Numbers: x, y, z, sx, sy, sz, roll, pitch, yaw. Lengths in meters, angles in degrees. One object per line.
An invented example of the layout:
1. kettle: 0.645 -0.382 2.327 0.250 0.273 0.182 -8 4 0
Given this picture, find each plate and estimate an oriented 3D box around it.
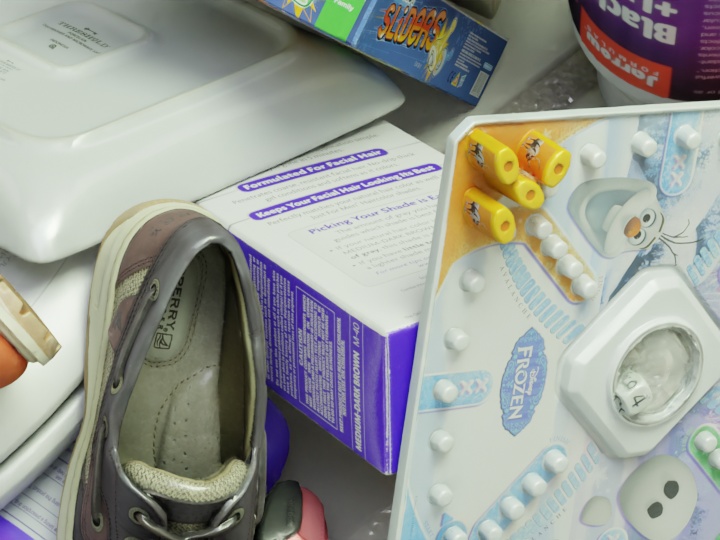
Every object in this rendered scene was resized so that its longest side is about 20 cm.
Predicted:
1. plate: -0.117 -0.082 1.138 0.199 0.033 0.199 -26 40 -37

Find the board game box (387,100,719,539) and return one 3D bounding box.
1. board game box: 0.108 0.038 1.026 0.199 0.201 0.026 -5 24 -30

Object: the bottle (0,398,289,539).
1. bottle: -0.114 0.117 1.095 0.083 0.065 0.200 35 70 12

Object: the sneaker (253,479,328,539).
1. sneaker: 0.004 0.177 1.068 0.086 0.074 0.201 -6 69 -12

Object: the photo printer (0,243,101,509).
1. photo printer: -0.180 0.020 1.111 0.199 0.070 0.167 26 65 39

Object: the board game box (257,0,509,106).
1. board game box: -0.025 -0.121 1.142 0.135 0.200 0.035 28 94 15

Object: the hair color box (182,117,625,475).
1. hair color box: 0.000 0.000 1.087 0.109 0.065 0.200 -16 31 -28

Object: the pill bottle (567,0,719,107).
1. pill bottle: 0.139 -0.133 1.137 0.111 0.200 0.112 -1 62 2

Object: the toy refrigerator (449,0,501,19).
1. toy refrigerator: 0.043 -0.158 1.136 0.070 0.200 0.076 25 89 4

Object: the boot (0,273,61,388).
1. boot: -0.193 0.025 1.019 0.199 0.075 0.107 15 61 44

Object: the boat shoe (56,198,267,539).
1. boat shoe: -0.069 0.076 1.031 0.071 0.065 0.202 3 95 -18
